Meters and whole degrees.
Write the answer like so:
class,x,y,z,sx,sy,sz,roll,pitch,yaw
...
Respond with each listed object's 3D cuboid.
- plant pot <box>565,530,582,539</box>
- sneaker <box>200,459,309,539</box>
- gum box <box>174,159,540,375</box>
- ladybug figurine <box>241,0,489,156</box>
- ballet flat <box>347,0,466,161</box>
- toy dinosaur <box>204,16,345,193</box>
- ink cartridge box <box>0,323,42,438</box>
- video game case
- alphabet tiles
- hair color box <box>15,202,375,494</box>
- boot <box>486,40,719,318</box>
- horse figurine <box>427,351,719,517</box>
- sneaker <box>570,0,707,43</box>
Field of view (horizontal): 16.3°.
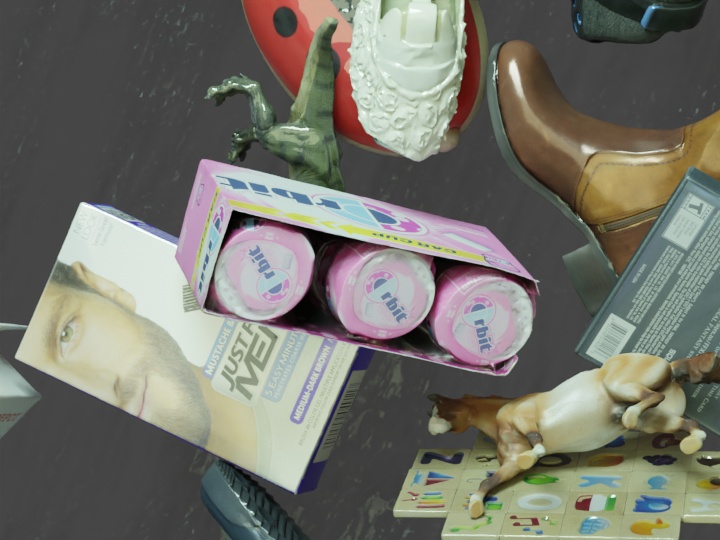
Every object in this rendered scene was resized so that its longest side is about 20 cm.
class,x,y,z,sx,sy,sz,roll,pitch,yaw
plant pot,0.175,0.262,1.449,0.188,0.201,0.202,15,91,-6
sneaker,-0.050,0.212,1.533,0.082,0.070,0.200,-36,91,10
gum box,0.000,0.000,1.482,0.199,0.114,0.066,13,103,-16
ladybug figurine,0.000,-0.158,1.546,0.136,0.072,0.200,-38,82,6
ballet flat,0.033,-0.167,1.474,0.071,0.072,0.201,5,84,10
toy dinosaur,-0.045,-0.082,1.538,0.088,0.047,0.201,19,132,24
ink cartridge box,-0.306,0.085,1.563,0.200,0.129,0.125,-45,81,5
video game case,0.244,0.044,1.473,0.199,0.019,0.143,30,123,0
alphabet tiles,0.124,0.125,1.469,0.199,0.166,0.006,0,107,10
hair color box,-0.100,0.047,1.561,0.199,0.065,0.110,24,93,12
boot,0.187,-0.083,1.477,0.199,0.068,0.189,-27,84,30
horse figurine,0.132,0.085,1.464,0.199,0.133,0.050,-20,104,11
sneaker,0.125,-0.202,1.527,0.200,0.073,0.112,36,138,35
